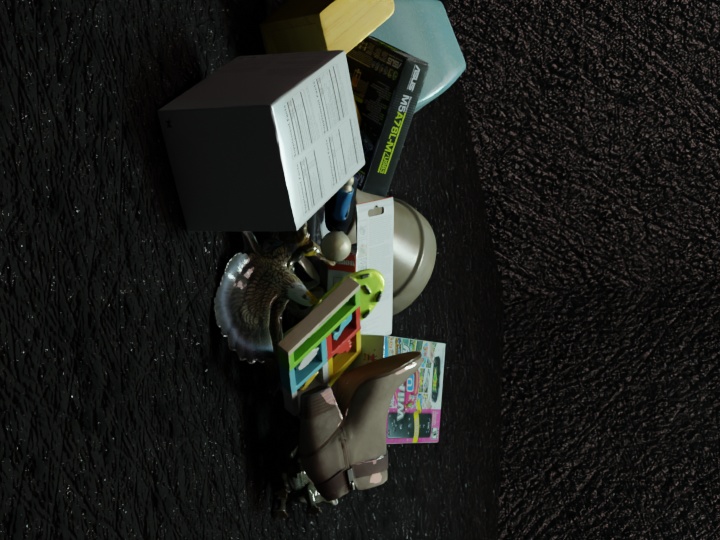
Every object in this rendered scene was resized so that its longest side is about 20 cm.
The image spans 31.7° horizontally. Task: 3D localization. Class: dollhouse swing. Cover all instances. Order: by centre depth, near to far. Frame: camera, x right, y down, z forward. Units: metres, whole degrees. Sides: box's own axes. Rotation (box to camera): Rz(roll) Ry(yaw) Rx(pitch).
[{"bbox_3d":[-0.023,-0.311,1.797,0.176,0.182,0.200,55,-20,-21],"label":"dollhouse swing"}]

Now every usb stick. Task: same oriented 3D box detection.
[{"bbox_3d":[-0.081,-0.072,1.872,0.033,0.055,0.201,44,42,-56],"label":"usb stick"}]

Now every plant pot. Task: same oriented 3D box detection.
[{"bbox_3d":[-0.009,-0.044,1.945,0.173,0.199,0.201,36,47,-52],"label":"plant pot"},{"bbox_3d":[0.049,-0.330,2.011,0.196,0.199,0.197,163,-94,-76],"label":"plant pot"}]

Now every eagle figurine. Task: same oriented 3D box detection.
[{"bbox_3d":[-0.115,0.035,1.602,0.151,0.151,0.201,35,76,-22],"label":"eagle figurine"}]

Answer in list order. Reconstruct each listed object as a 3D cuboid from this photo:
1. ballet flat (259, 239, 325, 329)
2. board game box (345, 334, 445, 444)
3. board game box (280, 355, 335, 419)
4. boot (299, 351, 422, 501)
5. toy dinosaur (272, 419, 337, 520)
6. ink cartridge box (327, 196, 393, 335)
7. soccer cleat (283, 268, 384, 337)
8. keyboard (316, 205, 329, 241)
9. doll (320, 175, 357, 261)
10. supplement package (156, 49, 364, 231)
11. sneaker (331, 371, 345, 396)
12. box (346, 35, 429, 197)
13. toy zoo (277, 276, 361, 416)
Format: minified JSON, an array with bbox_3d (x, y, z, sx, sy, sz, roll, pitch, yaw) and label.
[{"bbox_3d":[-0.085,0.031,1.788,0.201,0.072,0.072,71,19,-47],"label":"ballet flat"},{"bbox_3d":[0.048,0.169,1.779,0.200,0.064,0.149,12,81,-60],"label":"board game box"},{"bbox_3d":[-0.044,0.139,1.824,0.158,0.039,0.200,-58,153,-21],"label":"board game box"},{"bbox_3d":[0.008,0.204,1.643,0.070,0.199,0.147,7,-65,69],"label":"boot"},{"bbox_3d":[-0.090,0.265,1.699,0.103,0.077,0.201,-98,169,-54],"label":"toy dinosaur"},{"bbox_3d":[0.000,0.000,1.779,0.109,0.050,0.201,-16,109,-58],"label":"ink cartridge box"},{"bbox_3d":[-0.051,0.067,1.707,0.065,0.200,0.084,46,-4,-19],"label":"soccer cleat"},{"bbox_3d":[-0.057,-0.123,1.674,0.056,0.011,0.201,-59,144,-60],"label":"keyboard"},{"bbox_3d":[-0.028,-0.108,1.640,0.137,0.048,0.201,112,-22,-72],"label":"doll"},{"bbox_3d":[-0.111,-0.154,1.489,0.200,0.151,0.152,-49,134,-54],"label":"supplement package"},{"bbox_3d":[-0.015,0.224,1.792,0.075,0.105,0.201,-21,139,-37],"label":"sneaker"},{"bbox_3d":[0.009,-0.225,1.793,0.200,0.047,0.194,40,-63,58],"label":"box"},{"bbox_3d":[-0.049,0.107,1.617,0.131,0.020,0.200,-43,156,-23],"label":"toy zoo"}]
